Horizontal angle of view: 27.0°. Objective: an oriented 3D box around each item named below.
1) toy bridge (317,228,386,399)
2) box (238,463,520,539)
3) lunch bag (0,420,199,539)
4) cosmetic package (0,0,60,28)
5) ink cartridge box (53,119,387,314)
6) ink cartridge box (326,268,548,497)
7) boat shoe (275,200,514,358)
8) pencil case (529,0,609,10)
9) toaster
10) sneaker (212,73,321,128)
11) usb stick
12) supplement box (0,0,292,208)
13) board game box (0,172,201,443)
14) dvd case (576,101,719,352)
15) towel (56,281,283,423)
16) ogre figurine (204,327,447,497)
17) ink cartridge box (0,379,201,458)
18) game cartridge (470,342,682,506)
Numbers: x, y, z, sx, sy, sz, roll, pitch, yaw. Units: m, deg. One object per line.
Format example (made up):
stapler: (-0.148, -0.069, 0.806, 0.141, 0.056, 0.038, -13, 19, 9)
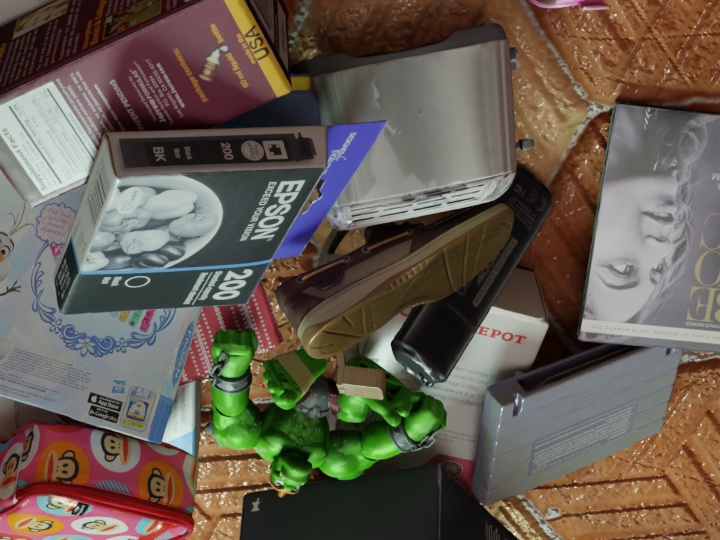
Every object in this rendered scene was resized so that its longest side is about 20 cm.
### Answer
toy bridge: (0.000, 0.000, 1.192, 0.066, 0.203, 0.027, 5, 159, 10)
box: (0.020, 0.274, 1.324, 0.198, 0.125, 0.198, -13, 145, 25)
lunch bag: (-0.225, 0.189, 1.221, 0.175, 0.083, 0.199, 19, 149, -34)
cosmetic package: (-0.182, -0.240, 1.059, 0.199, 0.124, 0.200, -31, 118, 18)
ink cartridge box: (-0.097, -0.033, 1.030, 0.197, 0.044, 0.198, -6, 155, -25)
ink cartridge box: (0.061, 0.085, 1.294, 0.145, 0.083, 0.202, 14, 121, -10)
boat shoe: (0.026, -0.010, 1.139, 0.199, 0.072, 0.072, -31, 151, -17)
pencil case: (0.148, -0.288, 1.059, 0.089, 0.094, 0.202, -10, 121, 4)
toaster: (0.030, -0.107, 1.133, 0.197, 0.114, 0.131, -11, 95, -1)
sneaker: (-0.117, -0.094, 1.104, 0.198, 0.066, 0.080, -4, 95, 30)
usb stick: (0.091, 0.002, 1.197, 0.055, 0.201, 0.033, 40, 155, -12)
supplement box: (-0.150, -0.137, 0.987, 0.198, 0.111, 0.086, -23, 124, 12)
board game box: (-0.219, 0.009, 1.156, 0.197, 0.043, 0.202, 15, 82, 11)
dvd case: (0.265, -0.032, 1.238, 0.146, 0.016, 0.203, 5, 107, -6)
towel: (-0.177, 0.029, 1.210, 0.198, 0.022, 0.146, -21, 102, 0)
ogre figurine: (-0.040, 0.118, 1.220, 0.198, 0.099, 0.120, 2, 141, -31)
ink cartridge box: (-0.239, 0.112, 1.298, 0.197, 0.085, 0.146, 3, 122, -3)
game cartridge: (0.187, 0.122, 1.296, 0.198, 0.038, 0.131, -18, 139, -25)
